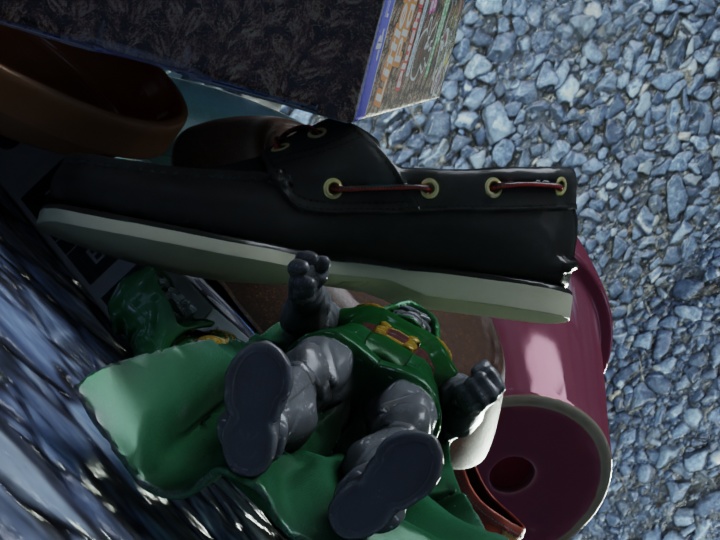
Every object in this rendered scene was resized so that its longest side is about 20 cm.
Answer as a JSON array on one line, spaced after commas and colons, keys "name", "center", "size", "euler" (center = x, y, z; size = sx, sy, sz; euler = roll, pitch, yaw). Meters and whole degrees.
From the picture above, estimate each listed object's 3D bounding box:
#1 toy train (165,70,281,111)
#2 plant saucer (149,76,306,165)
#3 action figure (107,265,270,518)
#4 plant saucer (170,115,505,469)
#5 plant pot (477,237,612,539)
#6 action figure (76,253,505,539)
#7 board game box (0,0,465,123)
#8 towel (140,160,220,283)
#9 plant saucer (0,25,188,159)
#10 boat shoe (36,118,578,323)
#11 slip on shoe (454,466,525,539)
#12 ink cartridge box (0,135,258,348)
[{"name": "toy train", "center": [-0.127, -0.132, 1.007], "size": [0.114, 0.085, 0.200], "euler": [35, 1, 29]}, {"name": "plant saucer", "center": [-0.104, -0.066, 0.998], "size": [0.200, 0.027, 0.200], "euler": [12, -14, 3]}, {"name": "action figure", "center": [-0.012, 0.073, 0.610], "size": [0.200, 0.055, 0.118], "euler": [42, 3, -2]}, {"name": "plant saucer", "center": [0.000, 0.000, 0.784], "size": [0.200, 0.034, 0.200], "euler": [41, 21, -20]}, {"name": "plant pot", "center": [0.069, 0.075, 1.071], "size": [0.200, 0.200, 0.179], "euler": [46, 15, -30]}, {"name": "action figure", "center": [0.001, 0.035, 0.508], "size": [0.118, 0.055, 0.200], "euler": [31, 9, 2]}, {"name": "board game box", "center": [-0.046, -0.130, 0.685], "size": [0.159, 0.097, 0.200], "euler": [17, 11, 8]}, {"name": "towel", "center": [-0.083, 0.002, 0.906], "size": [0.200, 0.048, 0.171], "euler": [46, 0, 23]}, {"name": "plant saucer", "center": [-0.160, -0.101, 0.685], "size": [0.200, 0.032, 0.200], "euler": [31, 13, -8]}, {"name": "boat shoe", "center": [-0.015, -0.022, 0.631], "size": [0.201, 0.063, 0.074], "euler": [6, -4, -17]}, {"name": "slip on shoe", "center": [0.020, 0.059, 0.851], "size": [0.200, 0.061, 0.074], "euler": [65, 8, 9]}, {"name": "ink cartridge box", "center": [-0.106, -0.017, 0.734], "size": [0.200, 0.039, 0.099], "euler": [45, 0, 31]}]
